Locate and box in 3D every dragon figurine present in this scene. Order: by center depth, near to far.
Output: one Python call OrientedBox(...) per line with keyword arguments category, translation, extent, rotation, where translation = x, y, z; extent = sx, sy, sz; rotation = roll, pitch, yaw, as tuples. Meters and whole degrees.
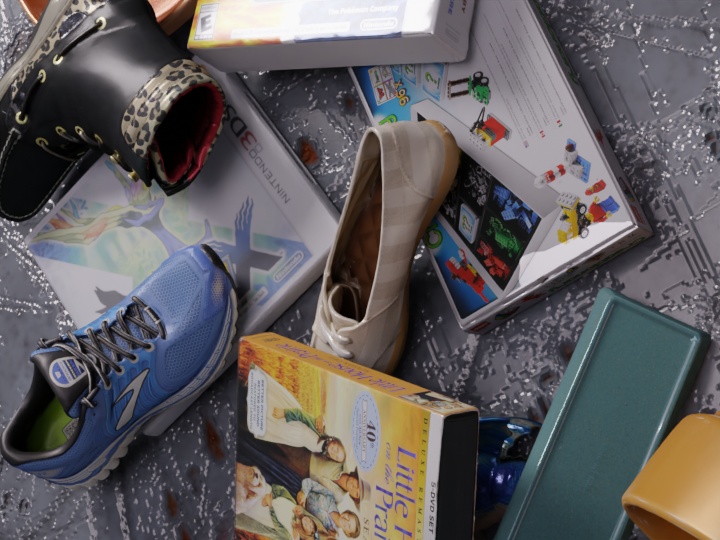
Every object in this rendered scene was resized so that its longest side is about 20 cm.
OrientedBox(category="dragon figurine", translation=(0.076, 0.115, 0.896), extent=(0.198, 0.059, 0.101), rotation=(-18, 74, 26))

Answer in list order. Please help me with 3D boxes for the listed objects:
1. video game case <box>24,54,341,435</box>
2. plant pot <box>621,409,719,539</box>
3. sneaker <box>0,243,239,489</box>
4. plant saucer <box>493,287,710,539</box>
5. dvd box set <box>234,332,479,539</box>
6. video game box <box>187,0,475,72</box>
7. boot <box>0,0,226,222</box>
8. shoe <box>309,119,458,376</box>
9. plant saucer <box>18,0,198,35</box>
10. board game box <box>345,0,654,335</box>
OrientedBox(category="video game case", translation=(-0.122, -0.021, 1.045), extent=(0.200, 0.022, 0.183), rotation=(-44, 64, 15))
OrientedBox(category="plant pot", translation=(0.259, 0.099, 0.739), extent=(0.199, 0.200, 0.184), rotation=(34, 83, 28))
OrientedBox(category="sneaker", translation=(-0.157, 0.064, 0.986), extent=(0.200, 0.089, 0.079), rotation=(-49, 65, 12))
OrientedBox(category="plant saucer", translation=(0.128, 0.110, 0.850), extent=(0.069, 0.019, 0.202), rotation=(24, 79, 6))
OrientedBox(category="dvd box set", translation=(-0.009, 0.128, 0.894), extent=(0.199, 0.029, 0.148), rotation=(17, 108, 51))
OrientedBox(category="video game box", translation=(-0.008, -0.223, 0.982), extent=(0.198, 0.047, 0.184), rotation=(2, 73, 35))
OrientedBox(category="boot", translation=(-0.179, -0.088, 1.023), extent=(0.154, 0.073, 0.205), rotation=(47, 115, 35))
OrientedBox(category="shoe", translation=(0.000, 0.000, 0.935), extent=(0.070, 0.053, 0.202), rotation=(35, 116, 39))
OrientedBox(category="plant saucer", translation=(-0.169, -0.253, 1.103), extent=(0.198, 0.032, 0.203), rotation=(-5, 80, 26))
OrientedBox(category="board game box", translation=(0.080, -0.079, 0.939), extent=(0.126, 0.035, 0.202), rotation=(-31, 68, 22))
